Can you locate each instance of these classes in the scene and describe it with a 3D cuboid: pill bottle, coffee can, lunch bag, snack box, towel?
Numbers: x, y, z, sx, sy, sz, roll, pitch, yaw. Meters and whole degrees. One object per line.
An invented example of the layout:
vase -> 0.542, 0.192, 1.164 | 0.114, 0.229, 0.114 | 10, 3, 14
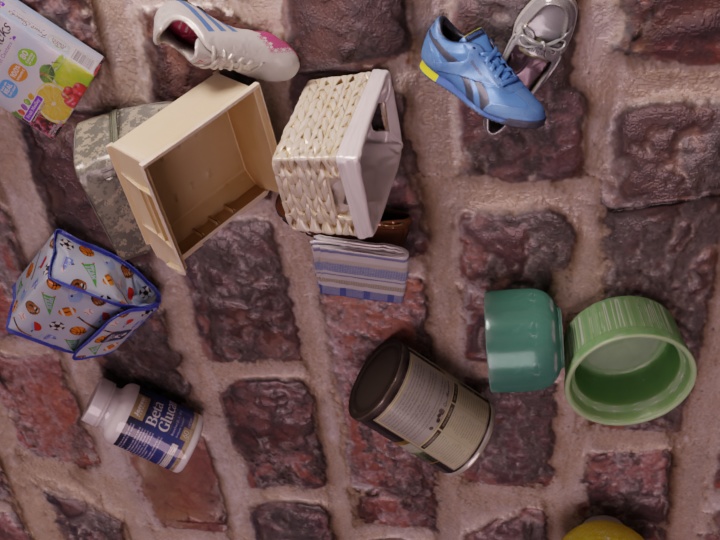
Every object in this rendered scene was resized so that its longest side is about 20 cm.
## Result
pill bottle -> -0.388, 0.270, 1.946 | 0.198, 0.112, 0.111 | 27, 131, -14
coffee can -> 0.100, 0.224, 1.785 | 0.199, 0.148, 0.146 | 33, 129, -19
lunch bag -> -0.299, -0.134, 1.555 | 0.165, 0.140, 0.202 | -17, 131, 0
lunch bag -> -0.442, 0.055, 1.761 | 0.198, 0.125, 0.170 | 25, 133, -31
snack box -> -0.471, -0.289, 1.498 | 0.199, 0.053, 0.142 | 33, 128, -18
towel -> 0.000, 0.000, 1.637 | 0.144, 0.024, 0.201 | 8, 159, 3

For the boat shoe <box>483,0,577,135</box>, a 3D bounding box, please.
boat shoe -> 0.211, -0.261, 1.382 | 0.074, 0.065, 0.203 | 24, 132, -11

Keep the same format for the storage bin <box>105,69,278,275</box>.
storage bin -> -0.211, -0.129, 1.469 | 0.093, 0.200, 0.200 | 27, 146, 37

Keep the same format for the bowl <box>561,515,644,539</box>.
bowl -> 0.447, 0.518, 2.009 | 0.196, 0.109, 0.202 | 6, 133, 6

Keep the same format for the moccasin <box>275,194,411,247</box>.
moccasin -> -0.025, -0.082, 1.586 | 0.198, 0.074, 0.079 | 17, 121, 0

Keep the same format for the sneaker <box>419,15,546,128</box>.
sneaker -> 0.153, -0.246, 1.350 | 0.200, 0.065, 0.079 | 40, 129, 30

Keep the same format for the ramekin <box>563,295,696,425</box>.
ramekin -> 0.401, 0.133, 1.663 | 0.196, 0.099, 0.202 | -1, 132, -1

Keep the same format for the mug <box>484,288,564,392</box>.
mug -> 0.250, 0.099, 1.659 | 0.112, 0.185, 0.155 | -4, 107, 10

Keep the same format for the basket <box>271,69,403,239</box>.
basket -> -0.028, -0.154, 1.437 | 0.121, 0.202, 0.137 | 1, 133, 16

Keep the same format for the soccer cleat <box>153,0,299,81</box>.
soccer cleat -> -0.178, -0.283, 1.423 | 0.197, 0.087, 0.070 | 21, 133, -9
